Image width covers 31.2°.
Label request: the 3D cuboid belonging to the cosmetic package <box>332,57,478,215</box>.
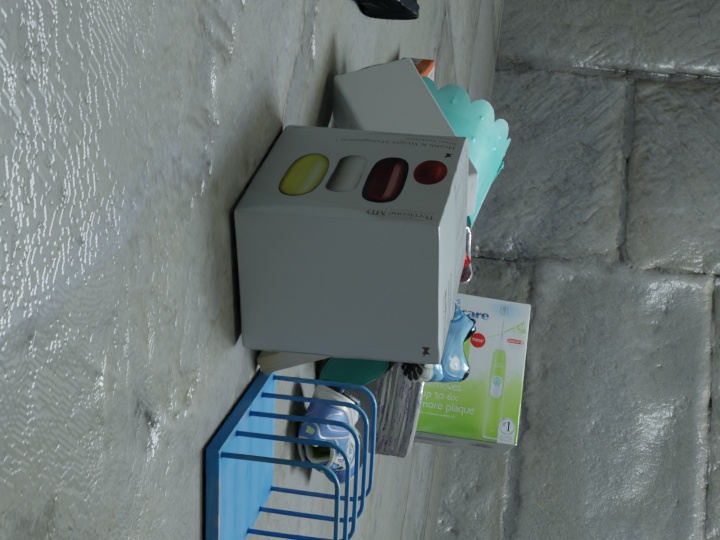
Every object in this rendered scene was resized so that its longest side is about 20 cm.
[{"bbox_3d":[0.048,-0.144,1.470,0.074,0.101,0.200,93,-23,-51],"label":"cosmetic package"}]

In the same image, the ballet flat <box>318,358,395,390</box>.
[{"bbox_3d":[0.028,0.080,1.569,0.200,0.068,0.075,-39,-163,38],"label":"ballet flat"}]

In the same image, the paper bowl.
[{"bbox_3d":[0.027,0.141,1.701,0.201,0.104,0.202,-170,-90,-87],"label":"paper bowl"}]

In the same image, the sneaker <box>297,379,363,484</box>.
[{"bbox_3d":[-0.043,0.207,1.542,0.077,0.076,0.200,-53,156,-27],"label":"sneaker"}]

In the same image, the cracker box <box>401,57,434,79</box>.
[{"bbox_3d":[0.073,-0.215,1.982,0.134,0.057,0.201,-57,151,-67],"label":"cracker box"}]

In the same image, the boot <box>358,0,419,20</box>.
[{"bbox_3d":[0.035,-0.408,1.624,0.198,0.073,0.163,-2,94,-80],"label":"boot"}]

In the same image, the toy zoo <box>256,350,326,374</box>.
[{"bbox_3d":[-0.023,0.030,1.339,0.200,0.131,0.021,-69,139,-58],"label":"toy zoo"}]

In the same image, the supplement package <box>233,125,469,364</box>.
[{"bbox_3d":[-0.002,-0.031,1.229,0.200,0.190,0.148,-70,161,-59],"label":"supplement package"}]

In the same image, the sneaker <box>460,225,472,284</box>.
[{"bbox_3d":[0.052,0.014,1.449,0.200,0.112,0.071,-58,136,-25],"label":"sneaker"}]

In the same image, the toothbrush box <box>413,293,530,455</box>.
[{"bbox_3d":[0.148,0.141,1.778,0.086,0.145,0.201,105,-6,-71],"label":"toothbrush box"}]

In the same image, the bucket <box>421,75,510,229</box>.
[{"bbox_3d":[0.076,-0.137,1.633,0.207,0.206,0.135,75,33,-65],"label":"bucket"}]

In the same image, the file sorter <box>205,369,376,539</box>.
[{"bbox_3d":[-0.061,0.198,1.222,0.200,0.122,0.139,-59,153,-70],"label":"file sorter"}]

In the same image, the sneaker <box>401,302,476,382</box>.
[{"bbox_3d":[0.098,0.061,1.616,0.078,0.090,0.201,128,-30,-47],"label":"sneaker"}]
